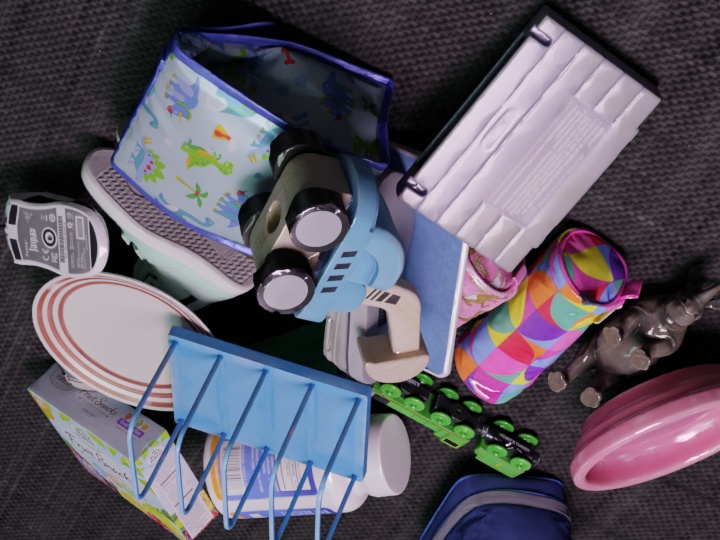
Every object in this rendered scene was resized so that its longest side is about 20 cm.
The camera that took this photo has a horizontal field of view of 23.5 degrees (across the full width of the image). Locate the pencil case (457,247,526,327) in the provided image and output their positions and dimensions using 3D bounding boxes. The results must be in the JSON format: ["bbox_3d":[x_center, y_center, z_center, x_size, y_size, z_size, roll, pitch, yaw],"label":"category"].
[{"bbox_3d":[0.062,0.024,1.594,0.086,0.084,0.200,17,143,-34],"label":"pencil case"}]

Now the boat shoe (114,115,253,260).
[{"bbox_3d":[-0.138,-0.069,1.563,0.200,0.074,0.063,29,137,-14],"label":"boat shoe"}]

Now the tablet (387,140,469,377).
[{"bbox_3d":[0.038,-0.013,1.535,0.129,0.014,0.202,23,121,28],"label":"tablet"}]

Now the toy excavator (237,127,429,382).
[{"bbox_3d":[-0.003,0.002,1.412,0.198,0.100,0.195,13,125,-25],"label":"toy excavator"}]

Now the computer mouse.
[{"bbox_3d":[-0.301,-0.037,1.623,0.198,0.044,0.111,11,108,32],"label":"computer mouse"}]

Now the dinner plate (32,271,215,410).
[{"bbox_3d":[-0.220,0.064,1.670,0.198,0.024,0.201,13,139,11],"label":"dinner plate"}]

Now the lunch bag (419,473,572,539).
[{"bbox_3d":[0.142,0.305,1.838,0.134,0.133,0.201,9,140,-16],"label":"lunch bag"}]

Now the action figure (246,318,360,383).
[{"bbox_3d":[-0.079,0.103,1.725,0.199,0.119,0.055,-15,143,42],"label":"action figure"}]

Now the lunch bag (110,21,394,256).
[{"bbox_3d":[-0.094,-0.111,1.463,0.198,0.128,0.170,17,138,-18],"label":"lunch bag"}]

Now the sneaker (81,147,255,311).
[{"bbox_3d":[-0.205,-0.026,1.633,0.200,0.074,0.118,40,136,-23],"label":"sneaker"}]

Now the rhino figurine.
[{"bbox_3d":[0.259,0.055,1.567,0.060,0.087,0.200,54,135,6],"label":"rhino figurine"}]

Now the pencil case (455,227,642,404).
[{"bbox_3d":[0.166,0.045,1.583,0.088,0.089,0.200,29,139,-14],"label":"pencil case"}]

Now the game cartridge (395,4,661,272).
[{"bbox_3d":[0.138,-0.104,1.423,0.129,0.039,0.200,31,115,-22],"label":"game cartridge"}]

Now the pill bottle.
[{"bbox_3d":[-0.053,0.196,1.793,0.198,0.113,0.113,-7,134,24],"label":"pill bottle"}]

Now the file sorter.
[{"bbox_3d":[-0.104,0.166,1.611,0.198,0.123,0.139,16,141,11],"label":"file sorter"}]

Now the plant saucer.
[{"bbox_3d":[0.284,0.142,1.617,0.199,0.051,0.201,-18,158,-7],"label":"plant saucer"}]

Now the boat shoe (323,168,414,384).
[{"bbox_3d":[0.000,0.000,1.519,0.065,0.072,0.202,23,126,31],"label":"boat shoe"}]

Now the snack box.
[{"bbox_3d":[-0.250,0.189,1.822,0.199,0.053,0.143,25,150,43],"label":"snack box"}]

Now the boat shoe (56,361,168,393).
[{"bbox_3d":[-0.229,0.078,1.748,0.198,0.075,0.093,-2,143,21],"label":"boat shoe"}]

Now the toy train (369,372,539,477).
[{"bbox_3d":[0.092,0.151,1.755,0.199,0.042,0.056,30,147,-15],"label":"toy train"}]
